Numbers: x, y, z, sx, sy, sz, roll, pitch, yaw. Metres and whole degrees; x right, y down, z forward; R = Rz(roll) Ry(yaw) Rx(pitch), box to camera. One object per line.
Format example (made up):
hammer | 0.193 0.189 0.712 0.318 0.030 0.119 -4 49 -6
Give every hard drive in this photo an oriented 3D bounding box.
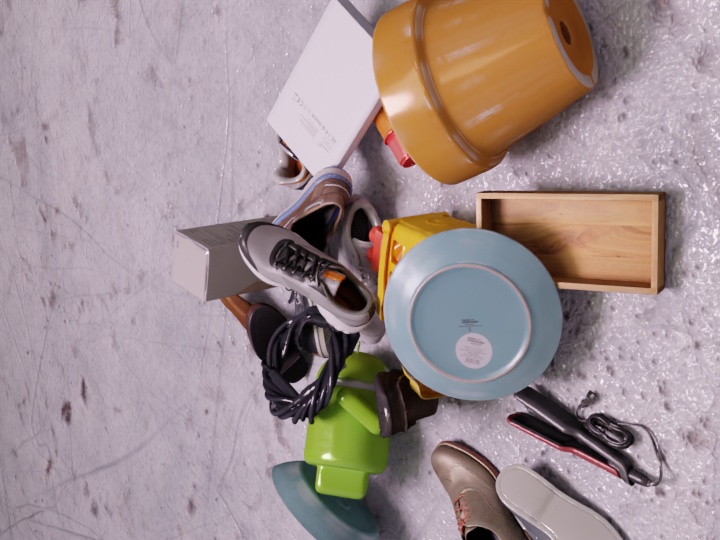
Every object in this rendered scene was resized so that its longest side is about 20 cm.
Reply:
hard drive | -0.035 -0.227 1.213 0.132 0.026 0.201 49 128 19

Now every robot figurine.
robot figurine | -0.014 0.203 1.281 0.176 0.113 0.204 91 -173 -75

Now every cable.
cable | -0.073 0.126 1.272 0.198 0.050 0.166 -10 63 54

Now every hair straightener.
hair straightener | 0.249 0.176 1.047 0.199 0.040 0.078 29 120 43

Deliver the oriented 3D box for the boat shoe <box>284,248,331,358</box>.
boat shoe | -0.076 0.029 1.373 0.061 0.074 0.204 -1 102 28

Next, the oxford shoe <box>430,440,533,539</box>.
oxford shoe | 0.144 0.294 1.171 0.200 0.074 0.071 46 131 34

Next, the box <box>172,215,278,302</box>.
box | -0.167 -0.022 1.375 0.094 0.198 0.079 27 118 43

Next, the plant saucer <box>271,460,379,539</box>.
plant saucer | -0.040 0.333 1.335 0.036 0.199 0.200 -48 56 6

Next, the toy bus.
toy bus | 0.077 0.026 1.152 0.191 0.134 0.204 28 121 47

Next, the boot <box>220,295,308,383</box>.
boot | -0.169 0.061 1.450 0.068 0.189 0.200 -43 54 -3

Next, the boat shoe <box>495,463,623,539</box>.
boat shoe | 0.240 0.304 1.088 0.199 0.073 0.062 40 170 29

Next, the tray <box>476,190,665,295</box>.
tray | 0.219 -0.033 1.000 0.197 0.037 0.101 4 102 33

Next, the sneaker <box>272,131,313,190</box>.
sneaker | -0.066 -0.199 1.313 0.078 0.078 0.203 43 126 36

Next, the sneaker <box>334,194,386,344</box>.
sneaker | 0.000 0.000 1.258 0.100 0.073 0.204 -172 73 -78

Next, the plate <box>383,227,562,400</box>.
plate | 0.119 0.054 1.021 0.196 0.026 0.204 5 110 12

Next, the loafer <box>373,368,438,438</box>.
loafer | 0.061 0.154 1.170 0.070 0.200 0.075 -6 95 10

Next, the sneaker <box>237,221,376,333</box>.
sneaker | -0.061 0.000 1.168 0.198 0.075 0.079 33 160 -5

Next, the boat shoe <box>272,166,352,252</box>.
boat shoe | -0.078 -0.047 1.251 0.201 0.071 0.073 -56 19 37

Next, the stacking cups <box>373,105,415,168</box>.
stacking cups | 0.025 -0.225 1.223 0.060 0.060 0.202 -42 71 45

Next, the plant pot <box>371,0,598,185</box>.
plant pot | 0.141 -0.216 0.991 0.181 0.199 0.204 -19 84 34
